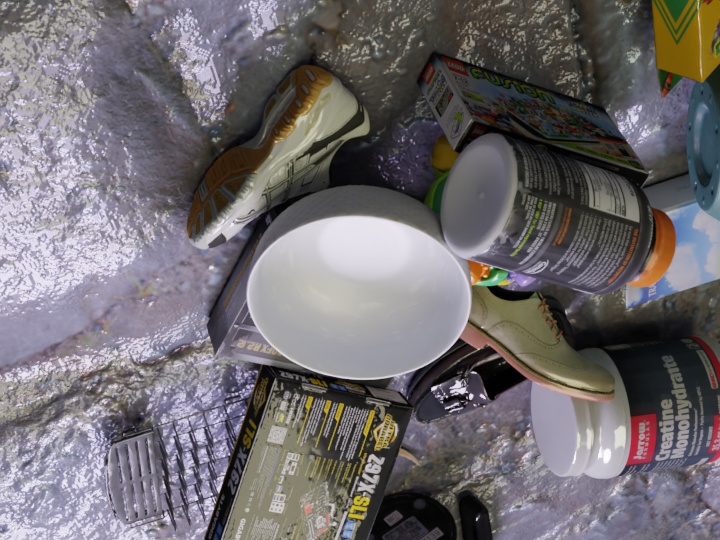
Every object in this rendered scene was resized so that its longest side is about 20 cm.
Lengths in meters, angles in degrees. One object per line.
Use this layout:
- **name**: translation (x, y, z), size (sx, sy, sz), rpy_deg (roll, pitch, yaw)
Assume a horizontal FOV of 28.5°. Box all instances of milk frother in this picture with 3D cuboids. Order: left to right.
- **milk frother**: translation (0.101, 0.379, 1.627), size (0.179, 0.201, 0.189), rpy_deg (-18, 134, -10)

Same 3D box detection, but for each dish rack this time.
- **dish rack**: translation (-0.164, 0.207, 1.471), size (0.198, 0.055, 0.154), rpy_deg (-15, 132, -17)

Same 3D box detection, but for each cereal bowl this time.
- **cereal bowl**: translation (0.000, 0.000, 1.259), size (0.198, 0.084, 0.201), rpy_deg (2, 133, 2)

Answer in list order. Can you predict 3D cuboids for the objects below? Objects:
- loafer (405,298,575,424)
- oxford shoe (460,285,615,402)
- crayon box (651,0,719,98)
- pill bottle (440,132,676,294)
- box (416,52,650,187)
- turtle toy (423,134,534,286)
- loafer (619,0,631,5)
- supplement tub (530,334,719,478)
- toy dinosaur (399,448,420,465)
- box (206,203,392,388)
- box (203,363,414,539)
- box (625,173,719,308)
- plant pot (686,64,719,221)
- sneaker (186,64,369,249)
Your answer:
- **loafer**: translation (0.136, 0.106, 1.495), size (0.199, 0.063, 0.072), rpy_deg (-35, 132, 11)
- **oxford shoe**: translation (0.175, 0.064, 1.421), size (0.199, 0.071, 0.074), rpy_deg (28, 103, 0)
- **crayon box**: translation (0.302, -0.255, 1.215), size (0.127, 0.051, 0.201), rpy_deg (-46, 141, -27)
- **pill bottle**: translation (0.174, -0.040, 1.204), size (0.198, 0.107, 0.107), rpy_deg (15, 123, -31)
- **box**: translation (0.155, -0.127, 1.270), size (0.198, 0.111, 0.035), rpy_deg (13, 124, -29)
- **turtle toy**: translation (0.142, -0.044, 1.316), size (0.198, 0.101, 0.147), rpy_deg (-1, 111, -26)
- **loafer**: translation (0.164, -0.274, 1.183), size (0.199, 0.076, 0.070), rpy_deg (23, 132, -31)
- **supplement tub**: translation (0.299, 0.149, 1.539), size (0.198, 0.141, 0.141), rpy_deg (-6, 131, -15)
- **toy dinosaur**: translation (-0.011, 0.196, 1.528), size (0.199, 0.058, 0.102), rpy_deg (-18, 140, -40)
- **box**: translation (-0.027, 0.028, 1.378), size (0.198, 0.049, 0.159), rpy_deg (13, 124, -29)
- **box**: translation (-0.052, 0.206, 1.429), size (0.158, 0.049, 0.202), rpy_deg (14, 101, -26)
- **box**: translation (0.355, -0.045, 1.456), size (0.198, 0.048, 0.123), rpy_deg (-18, 132, -4)
- **plant pot**: translation (0.393, -0.120, 1.313), size (0.159, 0.202, 0.202), rpy_deg (-4, 132, -1)
- **sneaker**: translation (-0.070, -0.082, 1.250), size (0.087, 0.076, 0.200), rpy_deg (29, 116, -36)
